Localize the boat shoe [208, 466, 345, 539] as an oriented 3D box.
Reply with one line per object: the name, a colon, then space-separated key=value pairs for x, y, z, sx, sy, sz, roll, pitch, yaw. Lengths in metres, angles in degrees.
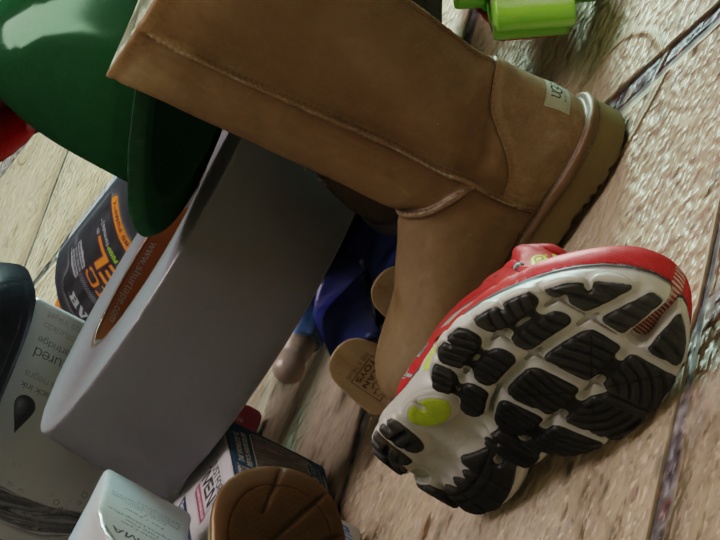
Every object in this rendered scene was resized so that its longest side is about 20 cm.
boat shoe: x=-0.036 y=0.179 z=1.098 sx=0.072 sy=0.072 sz=0.201 roll=123 pitch=145 yaw=-59

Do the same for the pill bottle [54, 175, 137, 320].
pill bottle: x=-0.110 y=-0.010 z=1.657 sx=0.200 sy=0.106 sz=0.107 roll=-46 pitch=22 yaw=51

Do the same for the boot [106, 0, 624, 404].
boot: x=-0.015 y=-0.048 z=1.198 sx=0.176 sy=0.199 sz=0.066 roll=-58 pitch=16 yaw=19

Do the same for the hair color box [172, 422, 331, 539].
hair color box: x=-0.083 y=0.180 z=1.325 sx=0.201 sy=0.060 sz=0.100 roll=-61 pitch=15 yaw=12

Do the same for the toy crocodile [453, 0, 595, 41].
toy crocodile: x=0.070 y=-0.140 z=1.335 sx=0.200 sy=0.067 sz=0.062 roll=-109 pitch=13 yaw=-69

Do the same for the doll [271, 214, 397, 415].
doll: x=0.000 y=0.000 z=1.370 sx=0.137 sy=0.048 sz=0.200 roll=-59 pitch=16 yaw=15

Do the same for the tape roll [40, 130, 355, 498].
tape roll: x=-0.075 y=0.008 z=1.379 sx=0.201 sy=0.066 sz=0.200 roll=-55 pitch=10 yaw=15

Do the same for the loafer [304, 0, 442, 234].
loafer: x=-0.003 y=-0.118 z=1.288 sx=0.073 sy=0.071 sz=0.201 roll=-26 pitch=65 yaw=27

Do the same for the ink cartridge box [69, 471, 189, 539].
ink cartridge box: x=-0.130 y=0.184 z=1.186 sx=0.161 sy=0.047 sz=0.200 roll=-61 pitch=4 yaw=9

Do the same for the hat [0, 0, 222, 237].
hat: x=-0.155 y=-0.110 z=1.281 sx=0.166 sy=0.175 sz=0.200 roll=93 pitch=-165 yaw=-46

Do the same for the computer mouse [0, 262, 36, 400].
computer mouse: x=-0.215 y=0.069 z=1.425 sx=0.138 sy=0.053 sz=0.201 roll=-35 pitch=33 yaw=43

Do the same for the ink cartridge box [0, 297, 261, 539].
ink cartridge box: x=-0.153 y=0.138 z=1.472 sx=0.085 sy=0.145 sz=0.201 roll=-33 pitch=34 yaw=57

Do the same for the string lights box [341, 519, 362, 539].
string lights box: x=-0.063 y=0.200 z=1.223 sx=0.201 sy=0.059 sz=0.103 roll=-61 pitch=14 yaw=8

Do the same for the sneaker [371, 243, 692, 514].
sneaker: x=0.063 y=0.022 z=1.070 sx=0.200 sy=0.077 sz=0.085 roll=-37 pitch=25 yaw=59
